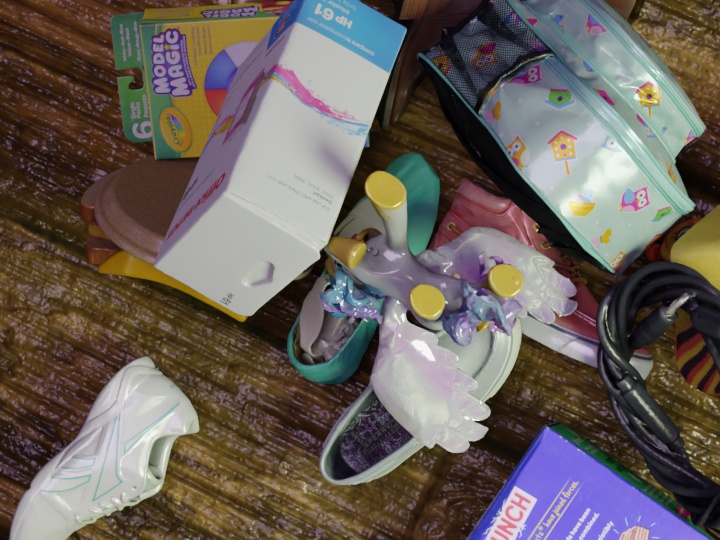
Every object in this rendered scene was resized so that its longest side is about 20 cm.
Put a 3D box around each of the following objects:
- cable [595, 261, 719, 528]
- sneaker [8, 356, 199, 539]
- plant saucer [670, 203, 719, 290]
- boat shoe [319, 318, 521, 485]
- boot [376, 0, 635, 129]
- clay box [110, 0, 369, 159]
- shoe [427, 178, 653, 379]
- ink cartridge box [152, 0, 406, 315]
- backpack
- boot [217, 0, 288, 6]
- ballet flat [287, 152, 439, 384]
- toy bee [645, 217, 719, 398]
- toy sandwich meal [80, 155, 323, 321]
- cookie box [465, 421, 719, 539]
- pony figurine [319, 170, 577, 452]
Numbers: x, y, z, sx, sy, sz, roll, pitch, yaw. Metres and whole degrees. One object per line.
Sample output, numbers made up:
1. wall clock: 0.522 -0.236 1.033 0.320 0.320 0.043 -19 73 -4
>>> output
1. cable: 0.227 0.095 1.222 0.163 0.051 0.200 30 137 41
2. sneaker: -0.210 0.169 1.407 0.080 0.070 0.200 38 94 10
3. plant saucer: 0.351 0.004 1.234 0.200 0.048 0.200 -38 90 -22
4. boat shoe: 0.043 0.100 1.324 0.070 0.071 0.201 48 116 10
5. boot: 0.115 -0.181 1.356 0.200 0.187 0.064 -4 56 -15
6. clay box: -0.095 -0.151 1.372 0.200 0.048 0.115 -4 116 0
7. shoe: 0.145 0.005 1.333 0.200 0.071 0.091 27 97 18
8. ink cartridge box: -0.058 -0.086 1.242 0.085 0.145 0.200 27 58 -15
9. backpack: 0.159 -0.103 1.256 0.153 0.176 0.200 -35 47 13
10. boot: -0.004 -0.237 1.393 0.200 0.066 0.175 15 89 13
11. ballet flat: 0.000 0.000 1.352 0.067 0.070 0.200 31 103 29
12. toy bee: 0.264 0.007 1.297 0.131 0.109 0.200 40 59 -24
13. toy sandwich meal: -0.125 -0.029 1.365 0.205 0.205 0.070 19 121 14
14. cookie box: 0.179 0.238 1.305 0.200 0.075 0.171 35 94 13
15. pony figurine: 0.050 0.016 1.219 0.193 0.200 0.167 36 79 -2
